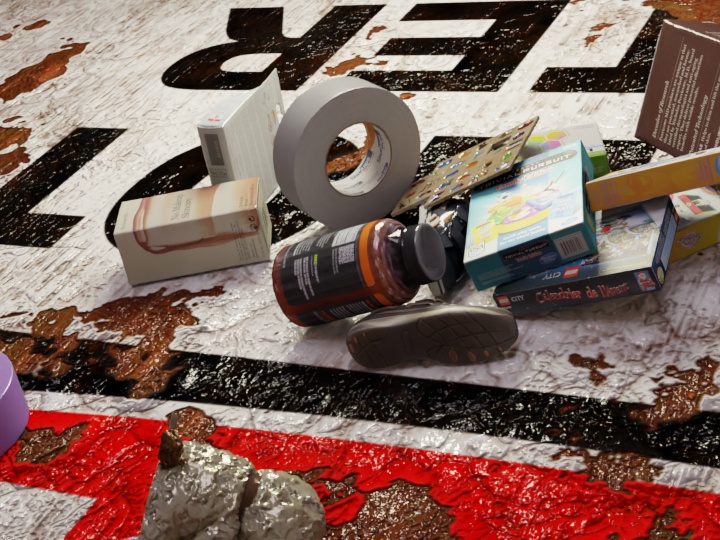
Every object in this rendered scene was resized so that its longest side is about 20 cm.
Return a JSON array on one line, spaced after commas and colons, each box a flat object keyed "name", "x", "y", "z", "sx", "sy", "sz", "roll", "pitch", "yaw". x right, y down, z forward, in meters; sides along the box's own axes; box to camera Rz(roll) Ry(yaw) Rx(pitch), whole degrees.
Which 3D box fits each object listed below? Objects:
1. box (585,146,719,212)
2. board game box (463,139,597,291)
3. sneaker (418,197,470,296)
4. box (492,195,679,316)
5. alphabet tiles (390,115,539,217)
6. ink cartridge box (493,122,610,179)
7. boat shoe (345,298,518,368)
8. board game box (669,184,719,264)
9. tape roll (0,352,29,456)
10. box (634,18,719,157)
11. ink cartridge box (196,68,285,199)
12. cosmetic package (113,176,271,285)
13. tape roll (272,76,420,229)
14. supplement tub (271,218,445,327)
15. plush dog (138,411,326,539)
[{"name": "box", "x": 0.378, "y": -0.114, "z": 1.597, "sx": 0.200, "sy": 0.042, "sz": 0.119, "roll": -15, "pitch": 3, "yaw": 26}, {"name": "board game box", "x": 0.207, "y": -0.070, "z": 1.647, "sx": 0.151, "sy": 0.047, "sz": 0.200, "roll": -19, "pitch": 29, "yaw": 19}, {"name": "sneaker", "x": 0.116, "y": -0.040, "z": 1.713, "sx": 0.079, "sy": 0.079, "sz": 0.200, "roll": -13, "pitch": 28, "yaw": 11}, {"name": "box", "x": 0.265, "y": -0.016, "z": 1.594, "sx": 0.200, "sy": 0.038, "sz": 0.137, "roll": -12, "pitch": 34, "yaw": 31}, {"name": "alphabet tiles", "x": 0.134, "y": -0.130, "z": 1.789, "sx": 0.200, "sy": 0.008, "sz": 0.167, "roll": -25, "pitch": 18, "yaw": 31}, {"name": "ink cartridge box", "x": 0.257, "y": -0.160, "z": 1.864, "sx": 0.147, "sy": 0.076, "sz": 0.200, "roll": -9, "pitch": 31, "yaw": 6}, {"name": "boat shoe", "x": 0.083, "y": 0.061, "z": 1.560, "sx": 0.200, "sy": 0.075, "sz": 0.073, "roll": -4, "pitch": 31, "yaw": 14}, {"name": "board game box", "x": 0.383, "y": -0.071, "z": 1.699, "sx": 0.200, "sy": 0.040, "sz": 0.153, "roll": -23, "pitch": 31, "yaw": -16}, {"name": "tape roll", "x": -0.500, "y": 0.173, "z": 1.609, "sx": 0.200, "sy": 0.066, "sz": 0.200, "roll": -11, "pitch": 30, "yaw": 6}, {"name": "box", "x": 0.489, "y": -0.213, "z": 1.726, "sx": 0.166, "sy": 0.165, "sz": 0.200, "roll": -2, "pitch": 23, "yaw": -29}, {"name": "ink cartridge box", "x": -0.164, "y": -0.185, "z": 1.984, "sx": 0.050, "sy": 0.162, "sz": 0.200, "roll": 1, "pitch": 32, "yaw": 20}, {"name": "cosmetic package", "x": -0.228, "y": -0.055, "z": 1.865, "sx": 0.200, "sy": 0.087, "sz": 0.103, "roll": -11, "pitch": 31, "yaw": 3}, {"name": "tape roll", "x": -0.018, "y": -0.160, "z": 1.846, "sx": 0.200, "sy": 0.201, "sz": 0.066, "roll": -26, "pitch": 32, "yaw": -22}, {"name": "supplement tub", "x": 0.000, "y": 0.000, "z": 1.621, "sx": 0.200, "sy": 0.107, "sz": 0.107, "roll": -14, "pitch": 26, "yaw": 30}, {"name": "plush dog", "x": -0.117, "y": 0.230, "z": 1.306, "sx": 0.171, "sy": 0.161, "sz": 0.200, "roll": 13, "pitch": 31, "yaw": -2}]
